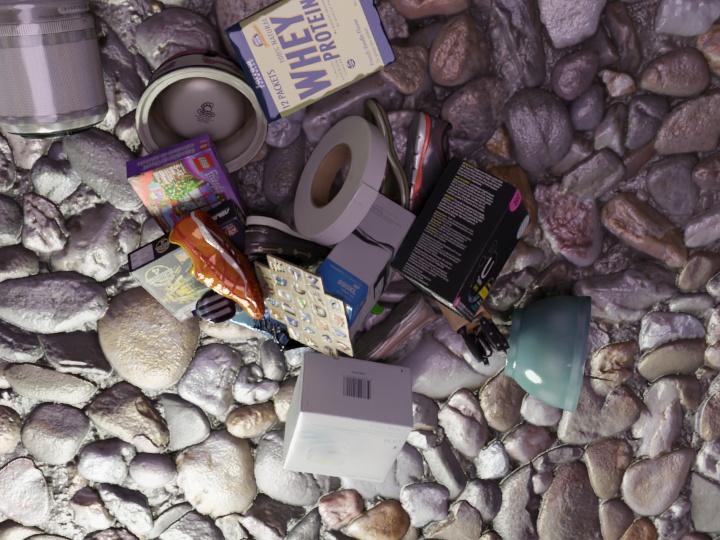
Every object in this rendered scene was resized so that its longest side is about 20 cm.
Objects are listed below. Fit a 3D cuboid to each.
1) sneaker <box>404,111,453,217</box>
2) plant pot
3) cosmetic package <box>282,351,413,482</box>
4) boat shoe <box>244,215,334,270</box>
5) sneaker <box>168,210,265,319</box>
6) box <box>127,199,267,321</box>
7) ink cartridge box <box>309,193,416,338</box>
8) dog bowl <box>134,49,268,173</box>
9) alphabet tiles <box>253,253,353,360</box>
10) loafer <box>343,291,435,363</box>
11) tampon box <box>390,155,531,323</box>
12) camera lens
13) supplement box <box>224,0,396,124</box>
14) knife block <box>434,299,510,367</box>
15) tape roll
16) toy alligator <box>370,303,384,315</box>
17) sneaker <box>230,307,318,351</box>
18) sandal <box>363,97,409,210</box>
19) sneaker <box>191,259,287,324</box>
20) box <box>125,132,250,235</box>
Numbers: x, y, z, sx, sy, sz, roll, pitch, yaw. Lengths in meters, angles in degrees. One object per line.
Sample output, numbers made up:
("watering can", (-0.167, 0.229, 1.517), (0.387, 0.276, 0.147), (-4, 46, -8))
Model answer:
("sneaker", (0.114, -0.154, 1.188), (0.079, 0.077, 0.206), (4, 111, -14))
("plant pot", (0.327, 0.137, 1.269), (0.130, 0.201, 0.206), (9, 112, 14))
("cosmetic package", (-0.026, 0.266, 1.270), (0.193, 0.125, 0.203), (10, 137, -9))
("boat shoe", (-0.109, -0.030, 1.163), (0.199, 0.071, 0.062), (21, 72, -43))
("sneaker", (-0.216, -0.001, 1.104), (0.076, 0.073, 0.202), (-31, 113, 11))
("box", (-0.257, -0.013, 1.180), (0.196, 0.050, 0.162), (-26, 144, 4))
("ink cartridge box", (0.000, 0.000, 1.141), (0.083, 0.202, 0.146), (30, 151, 11))
("dog bowl", (-0.238, -0.241, 1.080), (0.194, 0.075, 0.203), (-7, 140, -6))
("alphabet tiles", (-0.086, 0.059, 1.101), (0.163, 0.006, 0.203), (22, 144, 25))
("loafer", (0.053, 0.128, 1.293), (0.199, 0.072, 0.063), (-43, 117, 8))
("tampon box", (0.165, -0.046, 1.145), (0.125, 0.150, 0.203), (31, 89, 25))
("camera lens", (-0.454, -0.301, 1.024), (0.155, 0.161, 0.206), (-4, 112, -4))
("supplement box", (-0.071, -0.331, 1.030), (0.195, 0.201, 0.137), (-24, 111, 5))
("knife block", (0.175, 0.064, 1.220), (0.063, 0.176, 0.201), (-35, 110, 8))
("tape roll", (-0.034, -0.139, 1.107), (0.036, 0.204, 0.205), (25, 108, -32))
("toy alligator", (-0.049, 0.028, 1.254), (0.194, 0.060, 0.056), (16, 67, -2))
("sneaker", (-0.138, 0.089, 1.235), (0.194, 0.091, 0.080), (11, 125, -6))
("sandal", (0.030, -0.174, 1.166), (0.056, 0.080, 0.206), (-21, 103, -16))
("sneaker", (-0.187, 0.031, 1.196), (0.196, 0.087, 0.077), (-18, 95, -29))
("box", (-0.263, -0.112, 1.130), (0.133, 0.040, 0.202), (-19, 143, 1))
